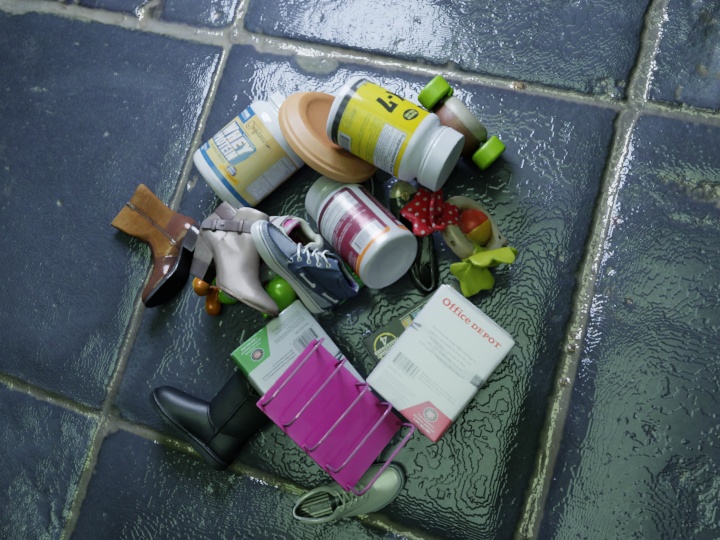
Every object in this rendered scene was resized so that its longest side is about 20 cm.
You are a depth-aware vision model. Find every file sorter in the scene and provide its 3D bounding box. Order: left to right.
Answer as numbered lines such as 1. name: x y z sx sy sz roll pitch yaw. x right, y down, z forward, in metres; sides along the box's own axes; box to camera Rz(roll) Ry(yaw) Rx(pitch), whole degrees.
1. file sorter: -0.036 0.217 0.928 0.200 0.125 0.139 43 73 -1

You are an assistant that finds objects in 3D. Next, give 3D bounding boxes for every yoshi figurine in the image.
1. yoshi figurine: -0.196 0.037 1.115 0.197 0.112 0.113 -10 93 8

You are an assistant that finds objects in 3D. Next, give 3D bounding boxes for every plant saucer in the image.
1. plant saucer: -0.046 -0.239 1.065 0.201 0.199 0.037 56 131 15

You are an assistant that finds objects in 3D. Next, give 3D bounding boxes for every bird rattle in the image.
1. bird rattle: 0.169 -0.063 1.032 0.200 0.163 0.113 46 131 10

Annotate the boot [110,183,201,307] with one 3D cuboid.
1. boot: -0.415 -0.050 1.193 0.199 0.068 0.189 31 87 17

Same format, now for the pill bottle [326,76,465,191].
1. pill bottle: 0.056 -0.213 0.970 0.199 0.114 0.115 30 87 12

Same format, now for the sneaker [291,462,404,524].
1. sneaker: -0.020 0.379 1.021 0.198 0.071 0.074 -25 75 7

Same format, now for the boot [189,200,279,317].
1. boot: -0.191 -0.028 1.028 0.198 0.070 0.147 26 82 14

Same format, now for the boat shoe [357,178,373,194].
1. boat shoe: -0.033 -0.215 1.144 0.073 0.060 0.202 -21 76 2

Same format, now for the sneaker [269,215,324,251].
1. sneaker: -0.138 -0.065 1.087 0.198 0.089 0.082 26 44 10

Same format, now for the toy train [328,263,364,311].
1. toy train: 0.000 0.000 1.109 0.199 0.042 0.057 -40 84 2

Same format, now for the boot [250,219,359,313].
1. boot: -0.086 -0.019 1.006 0.090 0.200 0.073 -25 35 22

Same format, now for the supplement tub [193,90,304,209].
1. supplement tub: -0.190 -0.217 1.136 0.199 0.145 0.145 -39 74 3

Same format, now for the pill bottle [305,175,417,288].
1. pill bottle: -0.004 -0.073 1.045 0.114 0.114 0.200 -43 56 1

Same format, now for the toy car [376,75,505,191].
1. toy car: 0.125 -0.202 1.072 0.200 0.158 0.164 -44 90 17

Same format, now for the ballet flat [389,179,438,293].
1. ballet flat: 0.099 -0.059 1.062 0.066 0.057 0.202 -17 94 -4

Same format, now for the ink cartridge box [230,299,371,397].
1. ink cartridge box: -0.100 0.176 1.033 0.146 0.083 0.201 -38 86 -17

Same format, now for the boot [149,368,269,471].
1. boot: -0.255 0.229 1.097 0.200 0.076 0.169 41 93 9

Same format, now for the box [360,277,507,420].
1. box: 0.124 0.134 1.049 0.199 0.049 0.162 -33 78 4

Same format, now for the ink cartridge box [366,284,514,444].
1. ink cartridge box: 0.129 0.146 0.979 0.146 0.083 0.201 39 90 14
